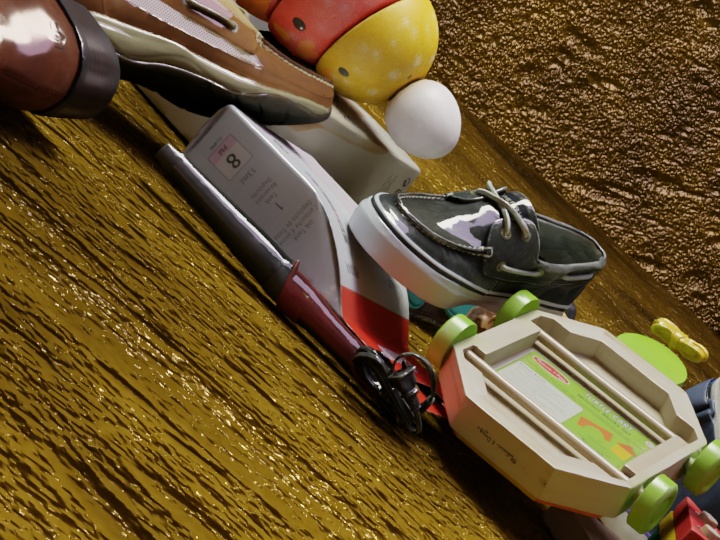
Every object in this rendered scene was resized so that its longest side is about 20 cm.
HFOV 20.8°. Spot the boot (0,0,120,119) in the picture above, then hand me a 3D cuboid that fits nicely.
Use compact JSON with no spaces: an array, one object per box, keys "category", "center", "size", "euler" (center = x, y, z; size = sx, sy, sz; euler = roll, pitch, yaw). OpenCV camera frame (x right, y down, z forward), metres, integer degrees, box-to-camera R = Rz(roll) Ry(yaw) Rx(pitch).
[{"category":"boot","center":[-0.222,-0.146,0.884],"size":[0.189,0.068,0.200],"euler":[56,21,22]}]

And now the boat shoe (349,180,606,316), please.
[{"category":"boat shoe","center":[0.071,-0.020,1.139],"size":[0.199,0.071,0.072],"euler":[14,36,-52]}]

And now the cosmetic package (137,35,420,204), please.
[{"category":"cosmetic package","center":[-0.051,-0.095,1.277],"size":[0.105,0.071,0.200],"euler":[47,9,25]}]

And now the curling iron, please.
[{"category":"curling iron","center":[-0.032,0.005,1.013],"size":[0.200,0.026,0.050],"euler":[46,-32,9]}]

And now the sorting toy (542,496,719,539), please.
[{"category":"sorting toy","center":[0.216,0.210,1.065],"size":[0.200,0.070,0.199],"euler":[38,10,-28]}]

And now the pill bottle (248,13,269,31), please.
[{"category":"pill bottle","center":[-0.066,-0.186,1.498],"size":[0.111,0.111,0.200],"euler":[40,9,-18]}]

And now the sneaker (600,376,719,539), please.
[{"category":"sneaker","center":[0.204,0.100,1.261],"size":[0.080,0.147,0.200],"euler":[35,13,-41]}]

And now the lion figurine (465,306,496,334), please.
[{"category":"lion figurine","center":[0.106,0.071,1.192],"size":[0.122,0.073,0.200],"euler":[29,11,5]}]

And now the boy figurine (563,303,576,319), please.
[{"category":"boy figurine","center":[0.122,0.037,1.462],"size":[0.124,0.064,0.200],"euler":[46,6,0]}]

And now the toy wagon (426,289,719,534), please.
[{"category":"toy wagon","center":[0.133,0.073,1.097],"size":[0.155,0.040,0.199],"euler":[39,31,22]}]

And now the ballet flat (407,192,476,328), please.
[{"category":"ballet flat","center":[0.039,0.000,1.309],"size":[0.075,0.068,0.200],"euler":[23,-10,35]}]

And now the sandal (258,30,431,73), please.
[{"category":"sandal","center":[-0.039,-0.160,1.361],"size":[0.199,0.075,0.048],"euler":[2,73,-26]}]

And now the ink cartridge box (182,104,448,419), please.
[{"category":"ink cartridge box","center":[0.000,0.000,1.118],"size":[0.200,0.057,0.162],"euler":[41,4,16]}]

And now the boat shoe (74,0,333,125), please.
[{"category":"boat shoe","center":[-0.094,-0.133,1.089],"size":[0.199,0.074,0.075],"euler":[17,-11,-40]}]

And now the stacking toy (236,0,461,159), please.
[{"category":"stacking toy","center":[0.004,-0.161,1.271],"size":[0.201,0.146,0.146],"euler":[57,12,10]}]
